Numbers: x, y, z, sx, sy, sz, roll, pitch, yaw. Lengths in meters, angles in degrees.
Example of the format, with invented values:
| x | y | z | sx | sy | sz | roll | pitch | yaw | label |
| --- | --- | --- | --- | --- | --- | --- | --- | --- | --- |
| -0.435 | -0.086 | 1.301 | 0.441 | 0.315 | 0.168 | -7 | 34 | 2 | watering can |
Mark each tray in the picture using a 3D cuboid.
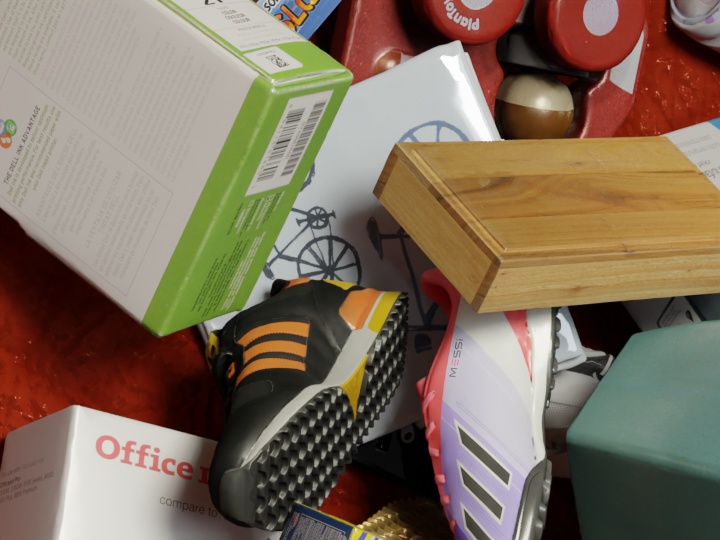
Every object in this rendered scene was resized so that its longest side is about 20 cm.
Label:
| x | y | z | sx | sy | sz | roll | pitch | yaw | label |
| --- | --- | --- | --- | --- | --- | --- | --- | --- | --- |
| 0.114 | -0.028 | 1.384 | 0.199 | 0.037 | 0.099 | -5 | 41 | -39 | tray |

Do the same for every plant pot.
| x | y | z | sx | sy | sz | roll | pitch | yaw | label |
| --- | --- | --- | --- | --- | --- | --- | --- | --- | --- |
| 0.216 | 0.112 | 1.371 | 0.141 | 0.199 | 0.142 | -52 | 142 | -40 | plant pot |

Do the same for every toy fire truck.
| x | y | z | sx | sy | sz | roll | pitch | yaw | label |
| --- | --- | --- | --- | --- | --- | --- | --- | --- | --- |
| 0.065 | -0.107 | 1.506 | 0.199 | 0.112 | 0.169 | 10 | 96 | -29 | toy fire truck |

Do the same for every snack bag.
| x | y | z | sx | sy | sz | roll | pitch | yaw | label |
| --- | --- | --- | --- | --- | --- | --- | --- | --- | --- |
| 0.000 | 0.000 | 1.425 | 0.199 | 0.021 | 0.190 | -23 | 93 | -5 | snack bag |

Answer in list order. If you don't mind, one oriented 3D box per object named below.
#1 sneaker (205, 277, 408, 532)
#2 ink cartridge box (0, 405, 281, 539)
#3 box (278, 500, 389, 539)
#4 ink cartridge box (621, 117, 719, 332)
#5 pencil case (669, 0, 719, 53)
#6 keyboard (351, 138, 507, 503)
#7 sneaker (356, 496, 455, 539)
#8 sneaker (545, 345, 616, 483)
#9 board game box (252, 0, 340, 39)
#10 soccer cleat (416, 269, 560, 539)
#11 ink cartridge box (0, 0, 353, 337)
| x | y | z | sx | sy | sz | roll | pitch | yaw | label |
| --- | --- | --- | --- | --- | --- | --- | --- | --- | --- |
| -0.046 | 0.063 | 1.326 | 0.200 | 0.090 | 0.070 | -48 | 147 | -55 | sneaker |
| -0.111 | 0.182 | 1.314 | 0.144 | 0.084 | 0.201 | 17 | 68 | -29 | ink cartridge box |
| -0.030 | 0.218 | 1.245 | 0.070 | 0.064 | 0.201 | 26 | 85 | -28 | box |
| 0.236 | 0.014 | 1.532 | 0.146 | 0.086 | 0.200 | -18 | 66 | -46 | ink cartridge box |
| 0.288 | -0.151 | 1.660 | 0.199 | 0.083 | 0.091 | 27 | 53 | -24 | pencil case |
| 0.045 | 0.020 | 1.465 | 0.104 | 0.040 | 0.201 | 24 | 83 | -1 | keyboard |
| 0.020 | 0.180 | 1.395 | 0.200 | 0.075 | 0.091 | -7 | 118 | -62 | sneaker |
| 0.142 | 0.120 | 1.497 | 0.199 | 0.075 | 0.116 | 24 | 62 | -29 | sneaker |
| -0.034 | -0.161 | 1.427 | 0.034 | 0.135 | 0.200 | 46 | 57 | -14 | board game box |
| 0.061 | 0.089 | 1.358 | 0.073 | 0.068 | 0.201 | 5 | 65 | 1 | soccer cleat |
| -0.124 | -0.087 | 1.317 | 0.200 | 0.148 | 0.076 | 37 | 26 | 21 | ink cartridge box |
